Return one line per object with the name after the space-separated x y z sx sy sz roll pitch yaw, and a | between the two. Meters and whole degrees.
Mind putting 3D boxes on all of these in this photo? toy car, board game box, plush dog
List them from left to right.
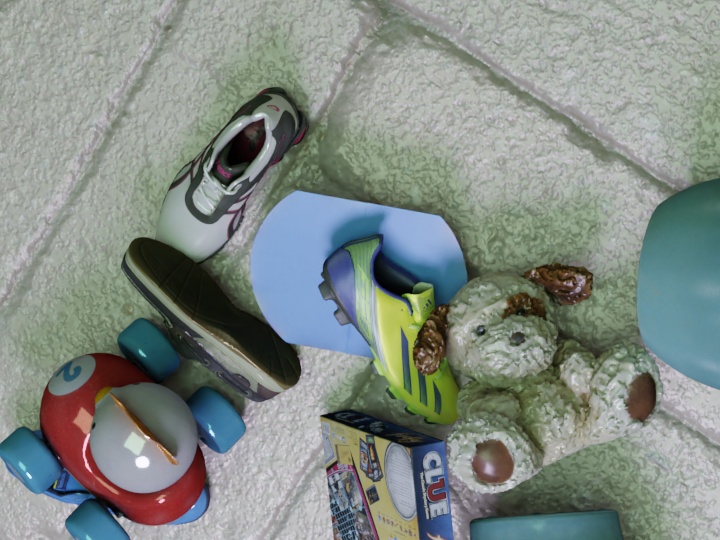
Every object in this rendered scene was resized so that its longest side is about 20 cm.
-0.207 0.138 1.545 0.177 0.200 0.184 46 72 4 | toy car
0.000 0.000 1.588 0.198 0.039 0.159 10 120 4 | board game box
0.023 0.205 1.542 0.034 0.200 0.137 -8 97 -23 | board game box
0.140 0.083 1.519 0.198 0.160 0.173 -23 88 -7 | plush dog

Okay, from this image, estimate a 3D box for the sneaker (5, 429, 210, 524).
-0.244 0.204 1.659 0.198 0.078 0.067 15 99 9 | sneaker

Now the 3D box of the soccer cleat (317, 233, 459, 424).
0.043 0.055 1.551 0.083 0.065 0.201 -31 111 16 | soccer cleat

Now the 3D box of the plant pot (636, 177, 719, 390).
0.321 0.011 1.443 0.159 0.200 0.203 6 99 26 | plant pot

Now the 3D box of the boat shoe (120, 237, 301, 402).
-0.147 0.053 1.602 0.200 0.072 0.066 39 123 -14 | boat shoe

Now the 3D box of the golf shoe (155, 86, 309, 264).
-0.131 -0.083 1.588 0.077 0.088 0.201 38 106 4 | golf shoe

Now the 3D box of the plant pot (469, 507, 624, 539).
0.168 0.306 1.522 0.198 0.200 0.190 -5 82 14 | plant pot
